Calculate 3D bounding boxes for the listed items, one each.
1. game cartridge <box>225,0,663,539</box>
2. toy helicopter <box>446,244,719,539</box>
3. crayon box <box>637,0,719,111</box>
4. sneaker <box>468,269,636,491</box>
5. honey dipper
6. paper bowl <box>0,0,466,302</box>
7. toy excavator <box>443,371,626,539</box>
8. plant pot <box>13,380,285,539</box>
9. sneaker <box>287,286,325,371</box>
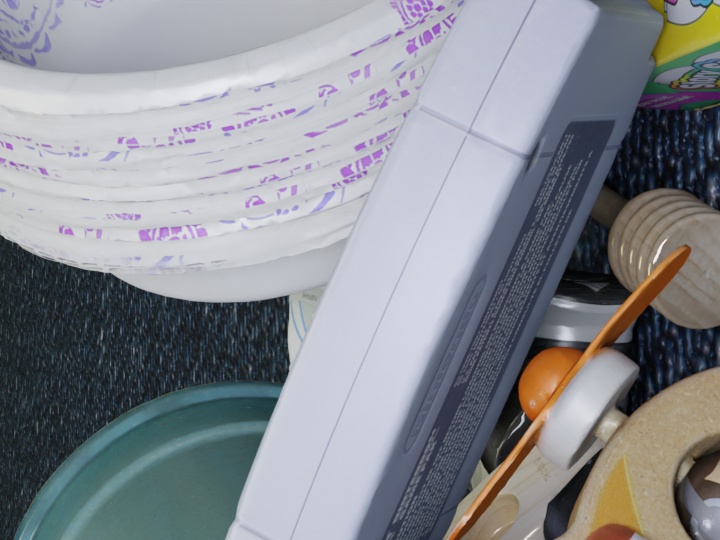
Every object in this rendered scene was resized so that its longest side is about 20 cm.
[{"bbox_3d":[0.021,0.014,0.721,0.201,0.041,0.133,-66,-18,10],"label":"game cartridge"},{"bbox_3d":[0.059,0.074,0.679,0.133,0.199,0.079,62,154,22],"label":"toy helicopter"},{"bbox_3d":[0.112,-0.144,0.770,0.200,0.058,0.173,165,104,-75],"label":"crayon box"},{"bbox_3d":[0.042,0.054,0.984,0.200,0.075,0.116,-167,80,-72],"label":"sneaker"},{"bbox_3d":[0.088,-0.021,0.908,0.200,0.038,0.038,-129,42,-74],"label":"honey dipper"},{"bbox_3d":[-0.034,-0.068,0.837,0.201,0.200,0.105,-114,6,-57],"label":"paper bowl"},{"bbox_3d":[0.072,0.163,0.845,0.194,0.200,0.100,-43,21,0],"label":"toy excavator"},{"bbox_3d":[-0.030,0.152,0.980,0.196,0.199,0.201,-157,69,-78],"label":"plant pot"},{"bbox_3d":[0.000,0.000,0.913,0.200,0.075,0.087,-95,26,-60],"label":"sneaker"}]
